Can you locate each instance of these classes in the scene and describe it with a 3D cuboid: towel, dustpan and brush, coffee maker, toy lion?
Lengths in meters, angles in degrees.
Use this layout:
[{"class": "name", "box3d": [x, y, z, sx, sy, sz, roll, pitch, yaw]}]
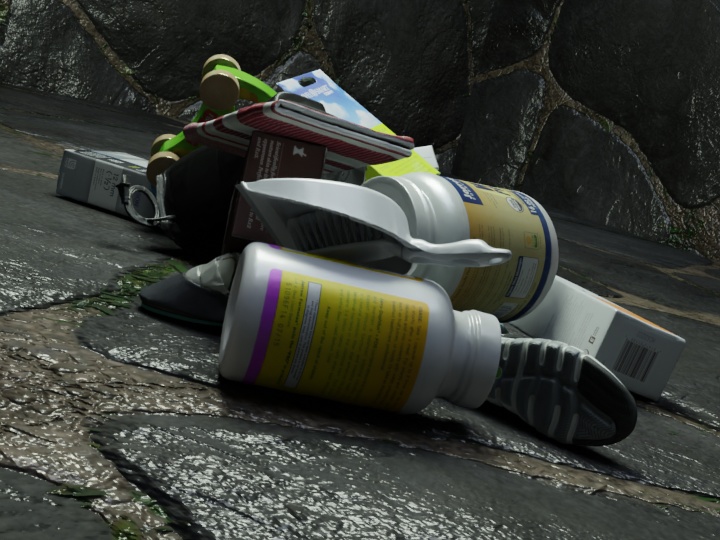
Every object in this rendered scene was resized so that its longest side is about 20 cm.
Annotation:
[{"class": "towel", "box3d": [-0.059, -0.120, 0.955, 0.143, 0.023, 0.200, 13, -7, -30]}, {"class": "dustpan and brush", "box3d": [0.016, -0.021, 0.809, 0.199, 0.058, 0.140, -6, -30, 16]}, {"class": "coffee maker", "box3d": [-0.122, -0.094, 1.154, 0.199, 0.135, 0.192, -26, -2, 40]}, {"class": "toy lion", "box3d": [-0.150, -0.134, 1.300, 0.191, 0.200, 0.069, 29, 25, -21]}]

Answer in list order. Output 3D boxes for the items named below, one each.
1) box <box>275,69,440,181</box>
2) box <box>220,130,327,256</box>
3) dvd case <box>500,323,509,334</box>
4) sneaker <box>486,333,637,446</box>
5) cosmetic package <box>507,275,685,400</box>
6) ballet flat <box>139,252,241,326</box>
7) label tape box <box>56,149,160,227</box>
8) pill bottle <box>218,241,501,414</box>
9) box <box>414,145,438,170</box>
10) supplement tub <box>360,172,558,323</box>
[{"class": "box", "box3d": [-0.009, -0.152, 1.255, 0.200, 0.048, 0.122, 41, 29, 7]}, {"class": "box", "box3d": [-0.088, -0.043, 0.990, 0.074, 0.101, 0.200, 13, -17, -10]}, {"class": "dvd case", "box3d": [0.088, 0.057, 1.128, 0.145, 0.022, 0.200, 14, 10, -3]}, {"class": "sneaker", "box3d": [0.152, 0.087, 0.894, 0.199, 0.076, 0.115, 19, 8, 31]}, {"class": "cosmetic package", "box3d": [0.238, 0.059, 1.129, 0.101, 0.072, 0.200, 22, 6, -26]}, {"class": "ballet flat", "box3d": [-0.092, 0.023, 0.915, 0.199, 0.074, 0.073, 15, 10, 8]}, {"class": "label tape box", "box3d": [-0.274, -0.104, 1.391, 0.199, 0.067, 0.143, 16, 9, 20]}, {"class": "pill bottle", "box3d": [0.000, 0.049, 0.792, 0.199, 0.105, 0.104, 13, 10, -11]}, {"class": "box", "box3d": [-0.007, -0.111, 1.477, 0.199, 0.041, 0.156, -9, -19, -17]}, {"class": "supplement tub", "box3d": [0.090, -0.023, 1.088, 0.199, 0.145, 0.144, 7, 12, -39]}]
